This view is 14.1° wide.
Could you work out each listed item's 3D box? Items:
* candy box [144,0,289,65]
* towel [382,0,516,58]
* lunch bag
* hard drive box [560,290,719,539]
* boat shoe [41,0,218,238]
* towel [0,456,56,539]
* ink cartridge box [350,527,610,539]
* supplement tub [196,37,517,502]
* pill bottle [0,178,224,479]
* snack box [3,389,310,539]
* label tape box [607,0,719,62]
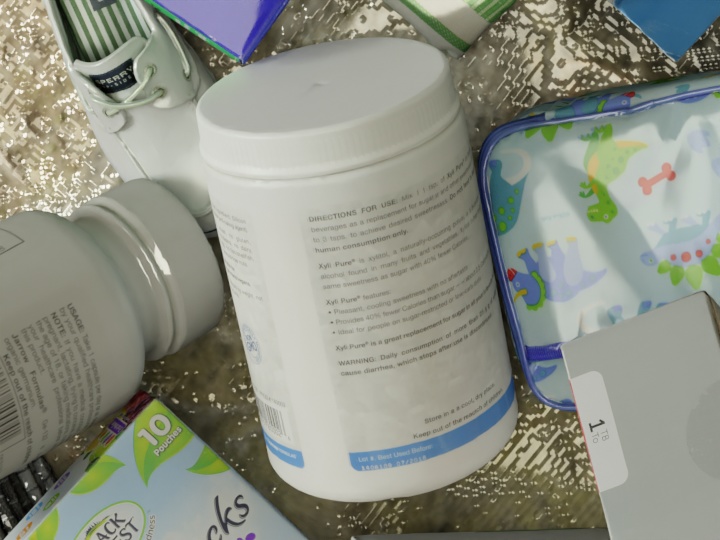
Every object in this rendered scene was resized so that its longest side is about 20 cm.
[{"bbox_3d":[-0.092,-0.225,1.433,0.200,0.077,0.169,35,93,-2],"label":"candy box"},{"bbox_3d":[0.057,-0.227,1.475,0.152,0.023,0.200,40,101,4],"label":"towel"},{"bbox_3d":[0.167,-0.016,1.448,0.199,0.082,0.161,-9,98,14],"label":"lunch bag"},{"bbox_3d":[0.178,0.122,1.375,0.077,0.200,0.156,-21,60,15],"label":"hard drive box"},{"bbox_3d":[-0.124,-0.104,1.505,0.073,0.067,0.200,-30,90,14],"label":"boat shoe"},{"bbox_3d":[-0.257,0.127,1.553,0.165,0.086,0.200,-28,91,15],"label":"towel"},{"bbox_3d":[0.070,0.237,1.471,0.146,0.084,0.201,-1,98,-17],"label":"ink cartridge box"},{"bbox_3d":[0.000,0.000,1.435,0.131,0.132,0.201,-5,114,13],"label":"supplement tub"},{"bbox_3d":[-0.172,0.034,1.464,0.200,0.114,0.115,-30,90,-30],"label":"pill bottle"},{"bbox_3d":[-0.085,0.181,1.492,0.200,0.053,0.142,44,82,-12],"label":"snack box"},{"bbox_3d":[0.137,-0.223,1.394,0.200,0.066,0.143,46,73,-4],"label":"label tape box"}]
